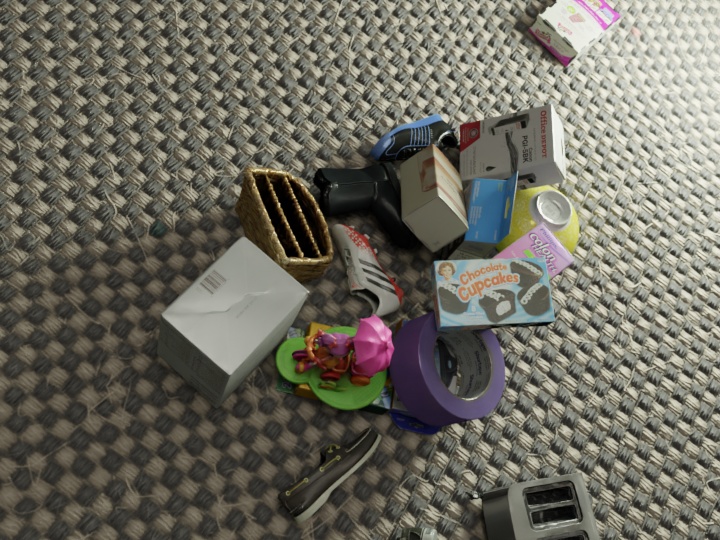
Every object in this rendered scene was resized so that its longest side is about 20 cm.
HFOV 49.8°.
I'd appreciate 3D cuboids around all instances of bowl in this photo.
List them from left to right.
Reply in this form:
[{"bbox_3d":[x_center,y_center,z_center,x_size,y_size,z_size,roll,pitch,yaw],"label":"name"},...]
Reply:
[{"bbox_3d":[0.374,-0.107,1.596,0.200,0.108,0.201,7,65,-14],"label":"bowl"}]

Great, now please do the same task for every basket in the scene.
[{"bbox_3d":[-0.127,-0.086,1.411,0.142,0.149,0.200,-17,72,-23],"label":"basket"}]

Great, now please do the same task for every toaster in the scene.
[{"bbox_3d":[0.308,0.447,1.323,0.199,0.119,0.181,-3,67,-18],"label":"toaster"}]

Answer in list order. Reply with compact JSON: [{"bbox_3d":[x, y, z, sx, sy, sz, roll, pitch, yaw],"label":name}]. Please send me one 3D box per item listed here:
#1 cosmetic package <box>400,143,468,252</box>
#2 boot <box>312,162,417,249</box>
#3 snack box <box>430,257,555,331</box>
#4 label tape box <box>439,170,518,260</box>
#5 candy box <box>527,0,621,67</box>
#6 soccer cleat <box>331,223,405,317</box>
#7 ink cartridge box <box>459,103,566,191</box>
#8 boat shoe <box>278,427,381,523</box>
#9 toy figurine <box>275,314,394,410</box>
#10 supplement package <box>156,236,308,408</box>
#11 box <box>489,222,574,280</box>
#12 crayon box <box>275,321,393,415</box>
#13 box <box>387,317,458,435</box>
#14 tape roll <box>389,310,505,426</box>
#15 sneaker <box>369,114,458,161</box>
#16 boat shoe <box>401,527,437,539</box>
[{"bbox_3d":[0.139,-0.143,1.488,0.103,0.087,0.200,44,27,-28],"label":"cosmetic package"},{"bbox_3d":[0.006,-0.118,1.506,0.168,0.076,0.201,-11,68,-22],"label":"boot"},{"bbox_3d":[0.224,0.040,1.326,0.199,0.037,0.116,-2,73,-7],"label":"snack box"},{"bbox_3d":[0.223,-0.096,1.492,0.063,0.200,0.145,18,63,-9],"label":"label tape box"},{"bbox_3d":[0.522,-0.602,1.887,0.136,0.061,0.200,46,62,6],"label":"candy box"},{"bbox_3d":[0.000,0.000,1.459,0.085,0.069,0.200,-34,84,-31],"label":"soccer cleat"},{"bbox_3d":[0.309,-0.243,1.589,0.200,0.083,0.147,-10,62,25],"label":"ink cartridge box"},{"bbox_3d":[-0.048,0.328,1.293,0.201,0.072,0.061,-41,87,-25],"label":"boat shoe"},{"bbox_3d":[-0.027,0.130,1.267,0.200,0.184,0.150,11,64,-11],"label":"toy figurine"},{"bbox_3d":[-0.216,0.089,1.277,0.147,0.200,0.191,41,61,4],"label":"supplement package"},{"bbox_3d":[0.272,0.028,1.465,0.200,0.176,0.097,-34,80,-27],"label":"box"},{"bbox_3d":[-0.039,0.171,1.378,0.200,0.052,0.126,14,63,-10],"label":"crayon box"},{"bbox_3d":[0.116,0.195,1.421,0.119,0.041,0.200,14,61,-11],"label":"box"},{"bbox_3d":[0.154,0.168,1.359,0.200,0.085,0.200,15,64,-33],"label":"tape roll"},{"bbox_3d":[0.115,-0.260,1.606,0.200,0.070,0.078,-28,71,-27],"label":"sneaker"},{"bbox_3d":[0.091,0.522,1.259,0.064,0.071,0.201,-3,73,17],"label":"boat shoe"}]
